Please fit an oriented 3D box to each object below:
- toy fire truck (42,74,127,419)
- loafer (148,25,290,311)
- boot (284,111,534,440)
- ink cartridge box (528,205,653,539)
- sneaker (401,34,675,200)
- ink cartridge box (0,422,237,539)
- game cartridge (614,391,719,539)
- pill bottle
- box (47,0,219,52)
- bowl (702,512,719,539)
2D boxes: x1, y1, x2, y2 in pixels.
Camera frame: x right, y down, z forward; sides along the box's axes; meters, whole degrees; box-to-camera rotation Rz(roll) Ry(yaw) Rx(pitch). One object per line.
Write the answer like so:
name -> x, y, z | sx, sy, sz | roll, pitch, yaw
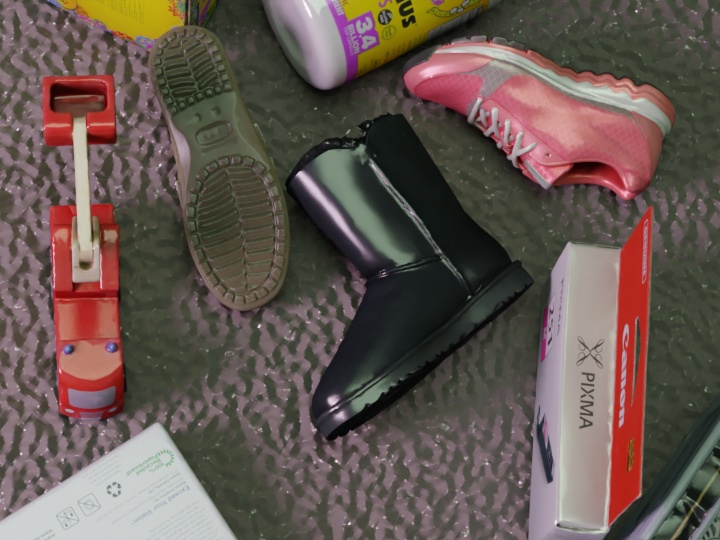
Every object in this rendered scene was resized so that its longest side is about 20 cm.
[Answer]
toy fire truck -> -0.183, -0.014, 1.555 | 0.048, 0.141, 0.201 | -2, 70, -7
loafer -> -0.094, -0.071, 1.626 | 0.076, 0.067, 0.201 | -13, 88, 3
boot -> 0.000, 0.000, 1.603 | 0.200, 0.076, 0.168 | -38, 82, -24
ink cartridge box -> 0.151, 0.076, 1.543 | 0.043, 0.174, 0.201 | 6, 70, -4
sneaker -> 0.123, -0.105, 1.659 | 0.199, 0.074, 0.087 | 14, 71, -2
ink cartridge box -> -0.160, 0.234, 1.522 | 0.199, 0.041, 0.201 | -31, 77, -16
game cartridge -> 0.212, 0.153, 1.544 | 0.040, 0.133, 0.200 | 38, 71, 0
pill bottle -> 0.035, -0.215, 1.671 | 0.199, 0.104, 0.105 | -28, 76, -15
box -> -0.129, -0.284, 1.627 | 0.121, 0.200, 0.193 | 26, 69, 4
bowl -> 0.299, 0.244, 1.524 | 0.094, 0.200, 0.202 | 24, 61, -45
